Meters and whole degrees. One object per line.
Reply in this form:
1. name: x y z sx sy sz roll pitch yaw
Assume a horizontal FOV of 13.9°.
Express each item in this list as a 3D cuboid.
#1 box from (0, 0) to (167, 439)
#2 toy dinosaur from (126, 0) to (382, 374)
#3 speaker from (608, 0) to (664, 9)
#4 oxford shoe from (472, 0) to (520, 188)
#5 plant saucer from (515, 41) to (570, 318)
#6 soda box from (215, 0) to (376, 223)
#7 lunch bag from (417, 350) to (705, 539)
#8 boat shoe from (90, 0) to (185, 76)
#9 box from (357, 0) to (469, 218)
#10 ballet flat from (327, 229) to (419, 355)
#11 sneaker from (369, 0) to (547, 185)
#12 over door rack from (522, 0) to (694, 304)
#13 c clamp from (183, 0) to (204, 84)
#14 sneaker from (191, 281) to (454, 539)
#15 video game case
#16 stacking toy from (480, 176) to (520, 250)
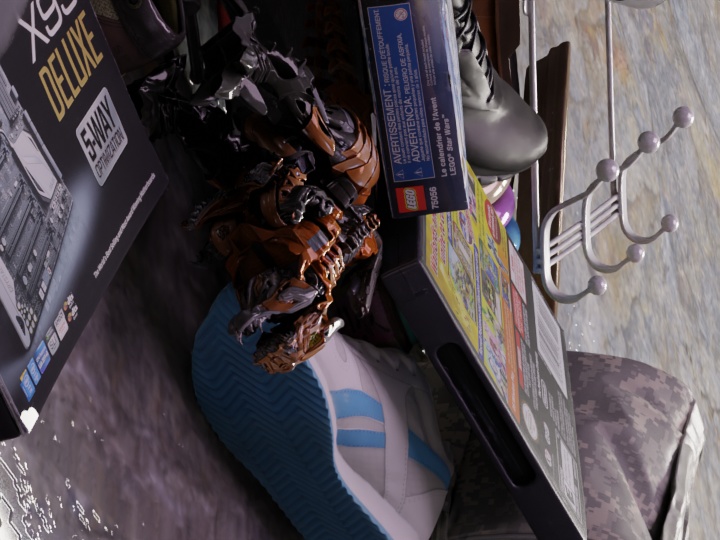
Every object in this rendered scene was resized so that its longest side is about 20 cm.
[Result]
1. box: -0.150 -0.049 1.143 0.200 0.050 0.158 -66 140 -58
2. toy dinosaur: -0.040 -0.049 1.327 0.136 0.102 0.200 36 26 -28
3. speaker: 0.080 -0.202 1.581 0.200 0.081 0.081 13 61 -30
4. oxford shoe: 0.063 -0.110 1.775 0.071 0.071 0.200 -90 176 -61
5. plant saucer: 0.112 -0.043 1.828 0.200 0.029 0.200 4 90 -86
6. soda box: -0.034 -0.121 1.427 0.063 0.071 0.200 -102 -174 -76
7. lunch bag: 0.093 0.134 1.554 0.200 0.168 0.139 -68 141 -56
8. boat shoe: -0.113 -0.182 1.320 0.073 0.065 0.200 13 66 -67
9. box: 0.022 -0.130 1.404 0.200 0.040 0.137 -90 172 -63
10. ballet flat: 0.000 0.000 1.514 0.200 0.071 0.069 -75 152 -68
11. sneaker: 0.036 -0.114 1.564 0.200 0.091 0.076 30 35 -35
12. over door rack: 0.135 -0.096 1.696 0.148 0.067 0.200 -33 112 -62
13. c clamp: -0.091 -0.216 1.408 0.171 0.027 0.200 98 -12 -66
14. sneaker: -0.016 0.061 1.404 0.081 0.076 0.200 -63 144 -30
15. video game case: 0.058 0.018 1.462 0.181 0.025 0.200 59 15 -26
16. stacking toy: 0.065 0.026 1.684 0.085 0.085 0.200 -69 147 -57
